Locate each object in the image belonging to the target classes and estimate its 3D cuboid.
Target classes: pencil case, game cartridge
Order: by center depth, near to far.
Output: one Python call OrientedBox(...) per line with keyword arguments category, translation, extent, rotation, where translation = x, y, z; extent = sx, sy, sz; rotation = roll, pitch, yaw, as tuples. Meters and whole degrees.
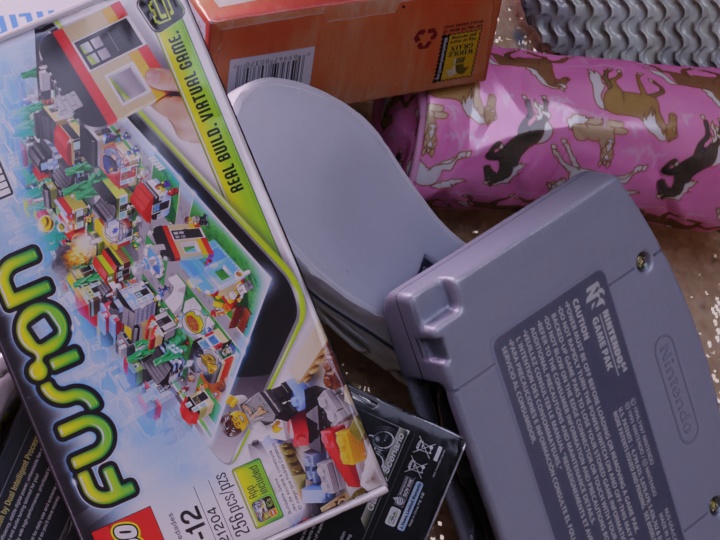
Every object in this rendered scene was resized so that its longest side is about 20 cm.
OrientedBox(category="game cartridge", translation=(0.092, 0.069, 0.859), extent=(0.133, 0.041, 0.202), rotation=(-33, 113, -35))
OrientedBox(category="pencil case", translation=(0.099, -0.057, 0.932), extent=(0.198, 0.087, 0.083), rotation=(4, 33, -18))

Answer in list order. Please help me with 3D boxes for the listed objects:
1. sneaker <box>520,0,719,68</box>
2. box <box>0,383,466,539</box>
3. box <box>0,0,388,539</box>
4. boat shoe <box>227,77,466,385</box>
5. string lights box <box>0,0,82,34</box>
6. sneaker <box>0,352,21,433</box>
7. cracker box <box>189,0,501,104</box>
OrientedBox(category="sneaker", translation=(0.178, -0.134, 1.007), extent=(0.198, 0.100, 0.070), rotation=(2, 106, 7))
OrientedBox(category="box", translation=(-0.072, 0.122, 0.771), extent=(0.159, 0.044, 0.201), rotation=(24, 85, -7))
OrientedBox(category="box", translation=(-0.078, 0.007, 0.734), extent=(0.109, 0.035, 0.201), rotation=(-23, 92, -9))
OrientedBox(category="boat shoe", translation=(0.000, 0.000, 0.852), extent=(0.200, 0.065, 0.074), rotation=(45, 56, -27))
OrientedBox(category="string lights box", translation=(-0.162, -0.136, 0.839), extent=(0.058, 0.103, 0.201), rotation=(-9, 58, -22))
OrientedBox(category="sneaker", translation=(-0.179, 0.057, 0.804), extent=(0.084, 0.075, 0.201), rotation=(23, 54, -3))
OrientedBox(category="cracker box", translation=(-0.043, -0.150, 0.892), extent=(0.133, 0.058, 0.201), rotation=(-11, 46, -23))
